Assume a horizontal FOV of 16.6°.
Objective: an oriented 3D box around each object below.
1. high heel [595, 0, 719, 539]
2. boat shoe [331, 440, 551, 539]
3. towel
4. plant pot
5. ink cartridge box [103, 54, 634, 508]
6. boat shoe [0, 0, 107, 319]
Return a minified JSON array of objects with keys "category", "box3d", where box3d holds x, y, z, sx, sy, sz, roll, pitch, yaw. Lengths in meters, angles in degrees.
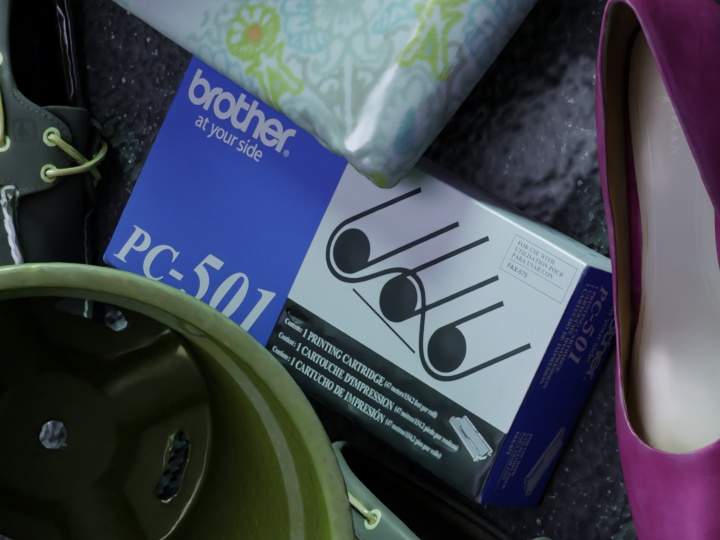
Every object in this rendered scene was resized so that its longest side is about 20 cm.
[{"category":"high heel","box3d":[0.101,0.008,0.809,0.067,0.096,0.202,8,89,35]},{"category":"boat shoe","box3d":[0.051,0.118,0.846,0.201,0.072,0.061,23,102,39]},{"category":"towel","box3d":[-0.005,-0.143,0.914,0.200,0.048,0.172,35,91,36]},{"category":"plant pot","box3d":[-0.110,0.080,0.877,0.199,0.184,0.202,-1,100,-7]},{"category":"ink cartridge box","box3d":[0.000,0.000,0.914,0.199,0.044,0.095,31,101,34]},{"category":"boat shoe","box3d":[-0.138,-0.059,1.001,0.060,0.072,0.203,-18,80,24]}]
